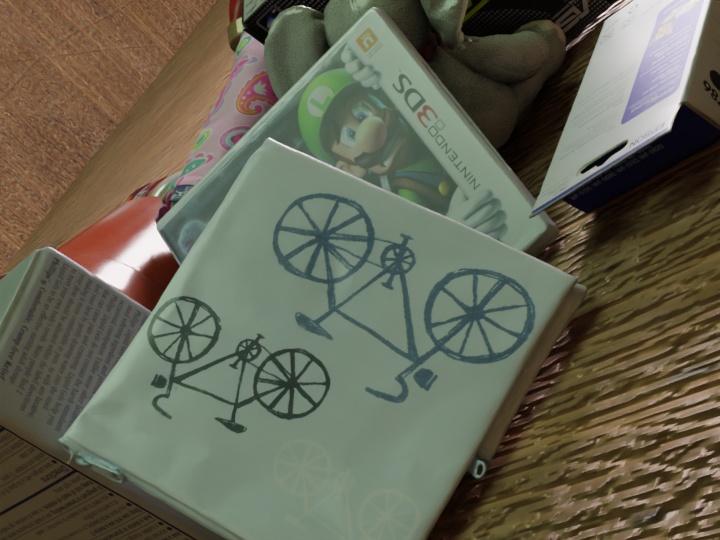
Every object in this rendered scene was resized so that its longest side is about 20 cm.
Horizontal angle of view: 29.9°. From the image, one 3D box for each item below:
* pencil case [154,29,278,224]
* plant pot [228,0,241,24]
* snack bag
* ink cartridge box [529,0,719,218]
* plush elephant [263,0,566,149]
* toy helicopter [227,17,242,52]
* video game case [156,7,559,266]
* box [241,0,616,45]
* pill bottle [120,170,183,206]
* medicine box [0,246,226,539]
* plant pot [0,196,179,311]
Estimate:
[{"bbox_3d":[-0.084,-0.104,1.014,0.087,0.087,0.201,-27,34,50],"label":"pencil case"},{"bbox_3d":[-0.034,-0.300,1.432,0.200,0.200,0.183,-35,28,35],"label":"plant pot"},{"bbox_3d":[-0.017,0.047,0.646,0.201,0.188,0.021,-58,-20,-20],"label":"snack bag"},{"bbox_3d":[0.160,-0.099,0.739,0.099,0.039,0.200,-32,21,43],"label":"ink cartridge box"},{"bbox_3d":[0.031,-0.146,0.887,0.164,0.155,0.200,-19,24,22],"label":"plush elephant"},{"bbox_3d":[-0.028,-0.211,1.252,0.132,0.198,0.080,137,130,-65],"label":"toy helicopter"},{"bbox_3d":[-0.010,-0.024,0.800,0.200,0.182,0.023,-43,-24,16],"label":"video game case"},{"bbox_3d":[0.048,-0.196,0.973,0.200,0.193,0.048,-38,34,28],"label":"box"},{"bbox_3d":[-0.188,-0.039,1.361,0.110,0.110,0.200,-53,17,-18],"label":"pill bottle"},{"bbox_3d":[-0.154,0.109,0.758,0.182,0.200,0.103,-31,33,44],"label":"medicine box"},{"bbox_3d":[-0.177,0.049,1.020,0.200,0.201,0.195,-38,10,28],"label":"plant pot"}]
